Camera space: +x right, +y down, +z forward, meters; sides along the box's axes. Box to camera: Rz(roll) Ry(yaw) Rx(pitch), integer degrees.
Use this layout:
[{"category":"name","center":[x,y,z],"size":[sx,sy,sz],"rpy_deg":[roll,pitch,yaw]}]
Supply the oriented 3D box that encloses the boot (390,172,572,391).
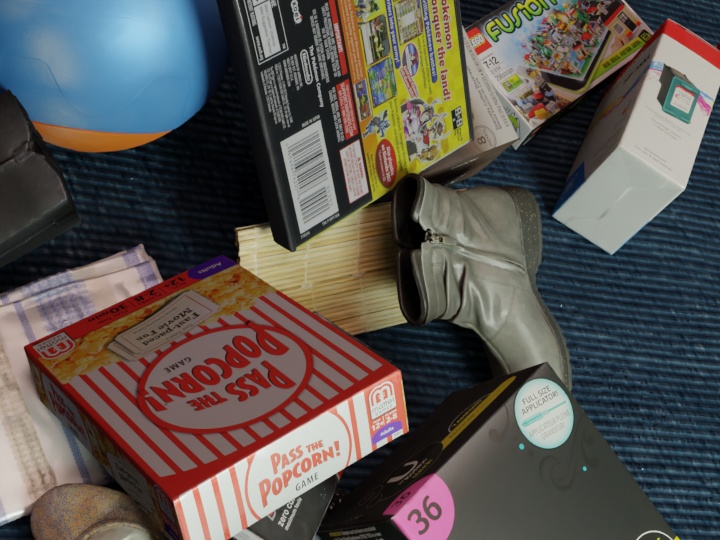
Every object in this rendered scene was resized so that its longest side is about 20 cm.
[{"category":"boot","center":[0.078,0.031,0.844],"size":[0.130,0.067,0.203],"rpy_deg":[-3,80,-41]}]

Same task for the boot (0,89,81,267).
[{"category":"boot","center":[-0.294,-0.054,0.717],"size":[0.199,0.066,0.166],"rpy_deg":[-31,89,-1]}]

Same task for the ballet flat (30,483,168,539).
[{"category":"ballet flat","center":[-0.114,0.196,0.700],"size":[0.199,0.067,0.069],"rpy_deg":[33,88,-5]}]

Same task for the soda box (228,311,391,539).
[{"category":"soda box","center":[-0.046,0.116,0.745],"size":[0.070,0.064,0.201],"rpy_deg":[33,36,-4]}]

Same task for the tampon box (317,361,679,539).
[{"category":"tampon box","center":[0.102,0.189,0.744],"size":[0.150,0.126,0.201],"rpy_deg":[-40,94,-28]}]

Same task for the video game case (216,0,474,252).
[{"category":"video game case","center":[-0.003,-0.139,0.780],"size":[0.180,0.202,0.025],"rpy_deg":[-33,40,-28]}]

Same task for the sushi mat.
[{"category":"sushi mat","center":[0.000,0.000,0.862],"size":[0.198,0.012,0.097],"rpy_deg":[-11,110,-27]}]

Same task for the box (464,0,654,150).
[{"category":"box","center":[0.173,-0.200,1.055],"size":[0.199,0.035,0.110],"rpy_deg":[-36,81,-33]}]

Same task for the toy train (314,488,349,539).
[{"category":"toy train","center":[0.036,0.166,0.809],"size":[0.198,0.034,0.046],"rpy_deg":[-7,71,-25]}]

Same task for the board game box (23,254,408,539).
[{"category":"board game box","center":[-0.090,0.070,0.698],"size":[0.150,0.047,0.199],"rpy_deg":[-27,35,-28]}]

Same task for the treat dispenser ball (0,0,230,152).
[{"category":"treat dispenser ball","center":[-0.181,-0.184,0.799],"size":[0.198,0.201,0.203],"rpy_deg":[10,61,-18]}]

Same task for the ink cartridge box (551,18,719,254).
[{"category":"ink cartridge box","center":[0.245,-0.128,1.000],"size":[0.067,0.116,0.201],"rpy_deg":[31,56,-4]}]

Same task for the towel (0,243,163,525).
[{"category":"towel","center":[-0.200,0.076,0.763],"size":[0.198,0.024,0.148],"rpy_deg":[-20,76,-28]}]

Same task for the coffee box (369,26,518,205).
[{"category":"coffee box","center":[0.025,-0.162,0.930],"size":[0.112,0.080,0.202],"rpy_deg":[-21,83,-31]}]
